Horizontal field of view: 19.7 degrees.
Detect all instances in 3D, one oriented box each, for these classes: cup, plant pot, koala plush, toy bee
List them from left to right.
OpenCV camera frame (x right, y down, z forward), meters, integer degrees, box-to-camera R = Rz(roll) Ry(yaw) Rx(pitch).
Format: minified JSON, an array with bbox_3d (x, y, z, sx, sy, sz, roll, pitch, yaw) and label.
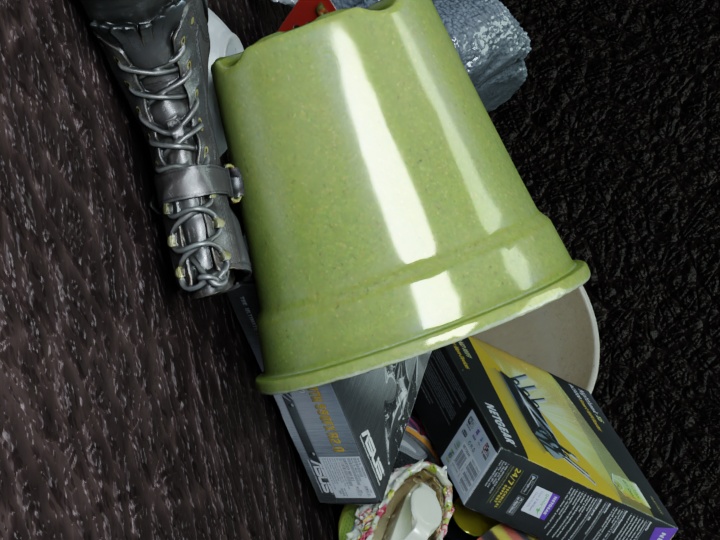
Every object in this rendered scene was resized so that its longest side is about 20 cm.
[{"bbox_3d":[0.006,-0.051,1.165,0.200,0.199,0.186,-42,113,-82],"label":"plant pot"},{"bbox_3d":[0.019,-0.205,1.605,0.201,0.177,0.184,56,-12,10],"label":"koala plush"},{"bbox_3d":[0.090,0.071,1.829,0.143,0.199,0.202,-33,-116,57],"label":"cup"},{"bbox_3d":[0.113,0.215,1.503,0.131,0.108,0.200,54,-19,2],"label":"toy bee"}]

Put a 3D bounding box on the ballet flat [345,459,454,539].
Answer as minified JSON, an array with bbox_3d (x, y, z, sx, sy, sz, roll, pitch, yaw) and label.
[{"bbox_3d":[0.018,0.192,1.332,0.075,0.064,0.201,33,37,-14],"label":"ballet flat"}]

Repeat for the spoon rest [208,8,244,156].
[{"bbox_3d":[-0.099,-0.156,1.263,0.099,0.060,0.202,60,31,-62],"label":"spoon rest"}]

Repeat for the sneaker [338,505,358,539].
[{"bbox_3d":[0.025,0.244,1.404,0.090,0.078,0.202,17,52,-65],"label":"sneaker"}]

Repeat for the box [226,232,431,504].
[{"bbox_3d":[-0.014,0.028,1.354,0.159,0.048,0.201,-67,147,-44],"label":"box"}]

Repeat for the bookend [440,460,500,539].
[{"bbox_3d":[0.121,0.203,1.677,0.093,0.198,0.200,-60,162,-11],"label":"bookend"}]

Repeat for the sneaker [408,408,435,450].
[{"bbox_3d":[0.018,0.092,1.599,0.201,0.074,0.081,-95,169,-52],"label":"sneaker"}]

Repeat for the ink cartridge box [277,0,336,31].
[{"bbox_3d":[-0.012,-0.096,1.544,0.200,0.057,0.163,51,-22,1],"label":"ink cartridge box"}]

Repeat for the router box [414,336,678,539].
[{"bbox_3d":[0.122,0.125,1.492,0.156,0.052,0.200,26,17,-24],"label":"router box"}]

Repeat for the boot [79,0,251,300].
[{"bbox_3d":[-0.092,-0.073,1.060,0.200,0.069,0.176,46,32,-80],"label":"boot"}]

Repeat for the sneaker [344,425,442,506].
[{"bbox_3d":[0.026,0.191,1.496,0.078,0.078,0.201,-82,159,-53],"label":"sneaker"}]
